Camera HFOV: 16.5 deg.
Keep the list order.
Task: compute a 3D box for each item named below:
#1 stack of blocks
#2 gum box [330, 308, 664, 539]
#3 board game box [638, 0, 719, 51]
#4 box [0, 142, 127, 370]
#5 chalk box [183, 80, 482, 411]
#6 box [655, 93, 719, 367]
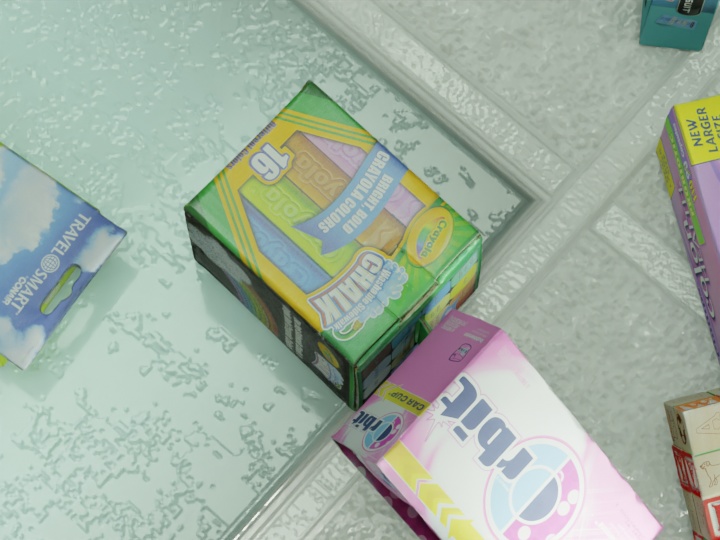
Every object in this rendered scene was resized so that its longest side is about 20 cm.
[{"bbox_3d":[0.306,0.117,1.583,0.199,0.059,0.116,-13,94,-4],"label":"stack of blocks"},{"bbox_3d":[0.090,0.136,1.544,0.114,0.066,0.200,-46,116,-11],"label":"gum box"},{"bbox_3d":[0.224,-0.253,1.636,0.047,0.200,0.152,7,74,2],"label":"board game box"},{"bbox_3d":[-0.266,-0.029,1.650,0.199,0.048,0.122,34,77,9],"label":"box"},{"bbox_3d":[0.000,0.000,1.602,0.200,0.124,0.124,42,78,10],"label":"chalk box"},{"bbox_3d":[0.316,-0.036,1.626,0.199,0.097,0.177,-13,74,-3],"label":"box"}]
